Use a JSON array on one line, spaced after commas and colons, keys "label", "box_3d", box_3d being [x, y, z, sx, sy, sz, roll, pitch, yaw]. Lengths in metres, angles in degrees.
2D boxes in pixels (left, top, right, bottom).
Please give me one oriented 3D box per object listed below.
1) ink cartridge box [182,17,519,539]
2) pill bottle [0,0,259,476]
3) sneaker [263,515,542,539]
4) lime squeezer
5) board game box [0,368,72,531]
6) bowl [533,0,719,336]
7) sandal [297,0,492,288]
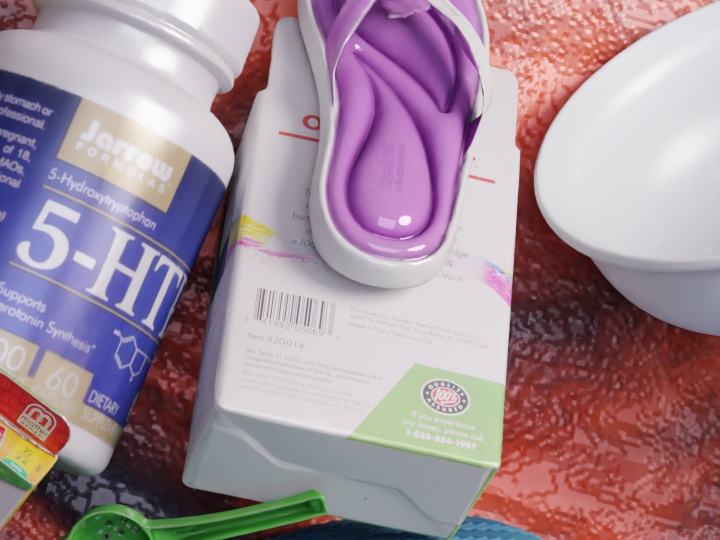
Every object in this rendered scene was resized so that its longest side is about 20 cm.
[{"label": "ink cartridge box", "box_3d": [0.000, 0.000, 0.985, 0.117, 0.067, 0.200, 13, 54, -8]}, {"label": "pill bottle", "box_3d": [-0.120, -0.030, 0.962, 0.120, 0.120, 0.200, 23, 80, -6]}, {"label": "sneaker", "box_3d": [-0.014, 0.151, 0.988, 0.200, 0.077, 0.081, -12, 95, -6]}, {"label": "lime squeezer", "box_3d": [-0.113, 0.127, 0.931, 0.200, 0.071, 0.038, -23, 123, -17]}, {"label": "board game box", "box_3d": [-0.195, 0.096, 0.915, 0.095, 0.030, 0.200, 38, 121, -3]}, {"label": "bowl", "box_3d": [0.181, -0.034, 1.002, 0.201, 0.201, 0.090, -33, 123, -12]}, {"label": "sandal", "box_3d": [0.019, -0.083, 0.973, 0.082, 0.050, 0.203, 7, 54, -13]}]
